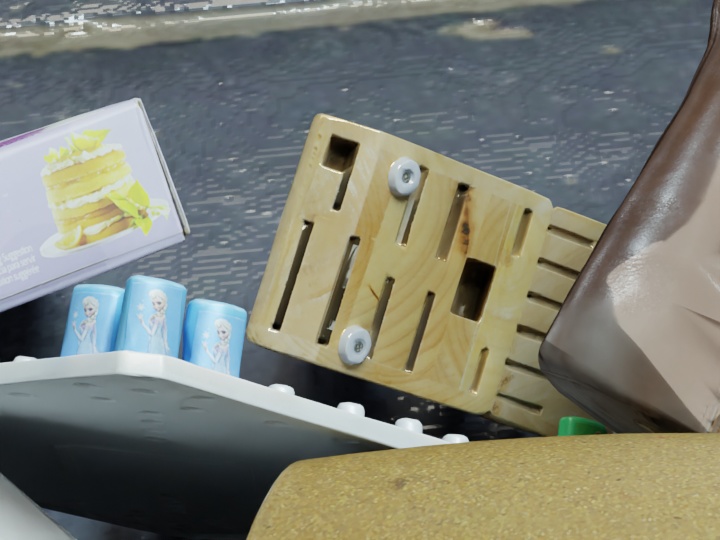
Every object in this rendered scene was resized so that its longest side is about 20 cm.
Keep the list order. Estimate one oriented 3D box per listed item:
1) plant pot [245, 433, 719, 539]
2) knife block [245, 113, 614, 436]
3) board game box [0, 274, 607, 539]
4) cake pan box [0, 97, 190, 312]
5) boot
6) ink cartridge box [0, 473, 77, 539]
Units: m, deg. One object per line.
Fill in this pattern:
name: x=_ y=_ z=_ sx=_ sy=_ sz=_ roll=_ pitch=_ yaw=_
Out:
plant pot: x=0.069 y=0.113 z=0.649 sx=0.199 sy=0.187 sz=0.187 roll=13 pitch=41 yaw=12
knife block: x=0.000 y=0.000 z=0.838 sx=0.200 sy=0.064 sz=0.175 roll=19 pitch=-3 yaw=-44
board game box: x=-0.052 y=0.043 z=0.756 sx=0.200 sy=0.200 sz=0.026 roll=-7 pitch=72 yaw=43
cake pan box: x=-0.168 y=0.003 z=0.891 sx=0.184 sy=0.052 sz=0.200 roll=-19 pitch=5 yaw=-18
boot: x=0.160 y=-0.013 z=0.733 sx=0.186 sy=0.064 sz=0.200 roll=17 pitch=57 yaw=13
ink cartridge box: x=-0.156 y=0.148 z=0.687 sx=0.084 sy=0.145 sz=0.200 roll=43 pitch=52 yaw=4
